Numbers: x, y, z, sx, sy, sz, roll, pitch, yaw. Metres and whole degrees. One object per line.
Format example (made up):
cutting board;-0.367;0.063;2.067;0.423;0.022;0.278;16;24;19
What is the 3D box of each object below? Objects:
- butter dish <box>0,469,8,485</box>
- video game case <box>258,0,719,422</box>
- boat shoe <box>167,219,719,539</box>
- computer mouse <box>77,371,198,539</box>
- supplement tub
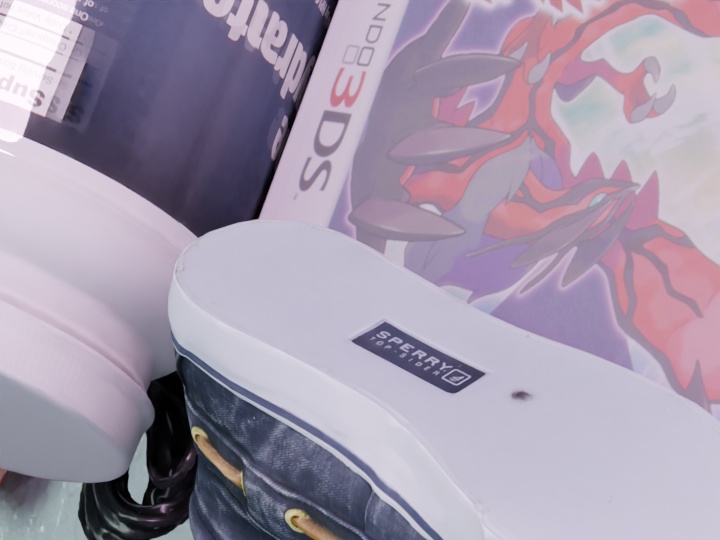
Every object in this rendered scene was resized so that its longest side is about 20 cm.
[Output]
butter dish;-0.182;-0.045;1.070;0.200;0.148;0.200;38;106;53
video game case;0.067;-0.045;0.781;0.200;0.023;0.182;10;76;39
boat shoe;0.029;0.065;0.729;0.200;0.071;0.091;33;135;40
computer mouse;0.000;0.000;0.877;0.200;0.053;0.139;-27;50;33
supplement tub;-0.088;-0.055;0.847;0.140;0.140;0.200;-4;60;52
